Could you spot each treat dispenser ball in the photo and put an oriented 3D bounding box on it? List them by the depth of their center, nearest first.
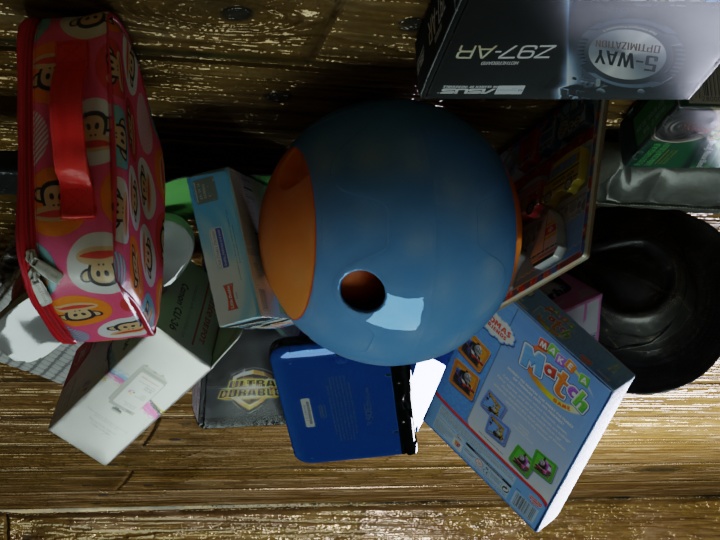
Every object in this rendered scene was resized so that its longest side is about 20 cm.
[{"bbox_3d":[0.022,-0.029,1.041,0.200,0.202,0.201,-3,163,-1],"label":"treat dispenser ball"}]

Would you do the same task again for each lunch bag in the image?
[{"bbox_3d":[-0.178,-0.062,0.900,0.081,0.201,0.176,-5,160,-1],"label":"lunch bag"}]

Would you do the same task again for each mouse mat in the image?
[{"bbox_3d":[-0.138,-0.061,1.155,0.160,0.008,0.200,-17,173,36],"label":"mouse mat"}]

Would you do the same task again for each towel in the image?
[{"bbox_3d":[-0.292,0.041,1.364,0.165,0.086,0.200,24,149,-18],"label":"towel"}]

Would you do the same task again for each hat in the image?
[{"bbox_3d":[0.236,0.014,1.242,0.200,0.202,0.081,-12,157,26],"label":"hat"}]

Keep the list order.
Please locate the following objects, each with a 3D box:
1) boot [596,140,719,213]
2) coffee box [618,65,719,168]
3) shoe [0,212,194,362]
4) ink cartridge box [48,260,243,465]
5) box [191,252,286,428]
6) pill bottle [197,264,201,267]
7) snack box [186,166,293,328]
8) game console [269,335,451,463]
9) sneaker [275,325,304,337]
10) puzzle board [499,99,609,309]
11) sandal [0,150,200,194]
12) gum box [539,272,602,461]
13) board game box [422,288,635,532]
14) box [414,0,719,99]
[{"bbox_3d":[0.236,-0.070,1.202,0.199,0.073,0.182,-5,166,-18],"label":"boot"},{"bbox_3d":[0.317,-0.119,1.075,0.199,0.044,0.123,0,162,-11],"label":"coffee box"},{"bbox_3d":[-0.231,-0.002,1.199,0.200,0.091,0.072,-32,115,11],"label":"shoe"},{"bbox_3d":[-0.182,0.066,1.213,0.067,0.117,0.200,38,118,-21],"label":"ink cartridge box"},{"bbox_3d":[-0.056,0.050,1.317,0.199,0.199,0.050,0,-156,-18],"label":"box"},{"bbox_3d":[-0.094,0.039,1.390,0.199,0.112,0.111,3,162,-19],"label":"pill bottle"},{"bbox_3d":[-0.086,-0.013,1.113,0.037,0.117,0.200,-14,175,8],"label":"snack box"},{"bbox_3d":[0.011,0.076,1.269,0.170,0.119,0.200,-5,142,2],"label":"game console"},{"bbox_3d":[0.000,0.000,1.253,0.199,0.075,0.088,-27,128,9],"label":"sneaker"},{"bbox_3d":[0.131,-0.050,1.090,0.017,0.151,0.200,19,156,-17],"label":"puzzle board"},{"bbox_3d":[-0.208,-0.087,1.053,0.200,0.048,0.075,0,166,-39],"label":"sandal"},{"bbox_3d":[0.153,0.083,1.262,0.066,0.201,0.113,-21,-143,-31],"label":"gum box"},{"bbox_3d":[0.140,0.112,1.198,0.037,0.151,0.200,-27,149,-36],"label":"board game box"},{"bbox_3d":[0.146,-0.164,0.897,0.199,0.044,0.160,-1,162,-10],"label":"box"}]
